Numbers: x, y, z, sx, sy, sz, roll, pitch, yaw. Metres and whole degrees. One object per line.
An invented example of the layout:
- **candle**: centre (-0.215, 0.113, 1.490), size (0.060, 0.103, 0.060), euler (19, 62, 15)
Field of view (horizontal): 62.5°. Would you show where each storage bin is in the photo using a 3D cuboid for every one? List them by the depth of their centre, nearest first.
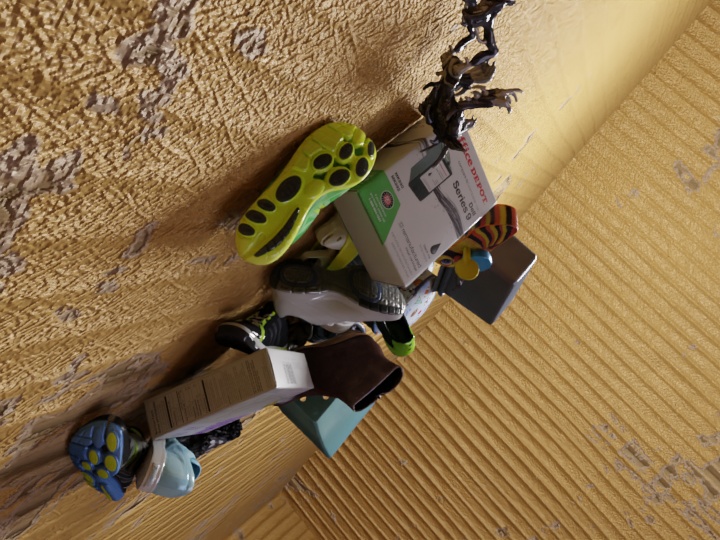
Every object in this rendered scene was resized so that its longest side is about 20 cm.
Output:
- **storage bin**: centre (0.235, -0.005, 1.094), size (0.145, 0.134, 0.202), euler (-43, 161, -27)

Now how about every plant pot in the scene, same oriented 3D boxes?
- **plant pot**: centre (-0.072, 0.229, 1.077), size (0.142, 0.140, 0.201), euler (-47, 162, -13)

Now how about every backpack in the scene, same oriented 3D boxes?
- **backpack**: centre (0.074, 0.022, 1.190), size (0.192, 0.152, 0.201), euler (-51, 167, -23)

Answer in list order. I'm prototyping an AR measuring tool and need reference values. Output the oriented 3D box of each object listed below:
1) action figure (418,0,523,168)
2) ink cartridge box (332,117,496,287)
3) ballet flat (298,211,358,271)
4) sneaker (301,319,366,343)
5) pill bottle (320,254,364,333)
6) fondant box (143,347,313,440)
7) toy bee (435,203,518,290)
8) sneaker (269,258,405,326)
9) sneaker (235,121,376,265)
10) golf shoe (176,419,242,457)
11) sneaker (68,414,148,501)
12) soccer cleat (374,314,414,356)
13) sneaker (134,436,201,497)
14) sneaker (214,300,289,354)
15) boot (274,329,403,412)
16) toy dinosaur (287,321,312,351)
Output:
- **action figure**: centre (0.127, -0.216, 0.678), size (0.099, 0.120, 0.203), euler (-5, 134, -17)
- **ink cartridge box**: centre (0.075, -0.099, 0.799), size (0.199, 0.148, 0.083), euler (-40, -155, -24)
- **ballet flat**: centre (-0.047, -0.029, 0.854), size (0.066, 0.068, 0.201), euler (11, 128, -41)
- **sneaker**: centre (-0.053, 0.116, 1.109), size (0.076, 0.113, 0.201), euler (-45, 166, -22)
- **pill bottle**: centre (0.000, 0.000, 0.938), size (0.201, 0.116, 0.115), euler (-50, 166, 33)
- **fondant box**: centre (-0.182, 0.176, 0.845), size (0.196, 0.060, 0.144), euler (-23, 164, 11)
- **toy bee**: centre (0.150, -0.033, 0.909), size (0.133, 0.106, 0.203), euler (-96, -158, -50)
- **sneaker**: centre (-0.033, 0.040, 0.843), size (0.088, 0.194, 0.076), euler (105, -5, -47)
- **sneaker**: centre (-0.064, -0.087, 0.641), size (0.200, 0.074, 0.083), euler (-45, -168, -19)
- **golf shoe**: centre (-0.282, 0.284, 1.032), size (0.093, 0.079, 0.199), euler (-31, 169, 15)
- **sneaker**: centre (-0.320, 0.230, 0.767), size (0.201, 0.069, 0.084), euler (112, 4, -52)
- **soccer cleat**: centre (0.033, 0.054, 1.023), size (0.067, 0.202, 0.082), euler (-29, 161, -18)
- **sneaker**: centre (-0.272, 0.279, 0.849), size (0.075, 0.081, 0.199), euler (-63, -164, -5)
- **sneaker**: centre (-0.153, 0.082, 0.874), size (0.200, 0.070, 0.085), euler (59, 45, -73)
- **boot**: centre (-0.047, 0.169, 0.909), size (0.197, 0.074, 0.166), euler (-32, -153, -14)
- **toy dinosaur**: centre (-0.130, 0.132, 1.065), size (0.102, 0.076, 0.202), euler (-48, 168, -49)
